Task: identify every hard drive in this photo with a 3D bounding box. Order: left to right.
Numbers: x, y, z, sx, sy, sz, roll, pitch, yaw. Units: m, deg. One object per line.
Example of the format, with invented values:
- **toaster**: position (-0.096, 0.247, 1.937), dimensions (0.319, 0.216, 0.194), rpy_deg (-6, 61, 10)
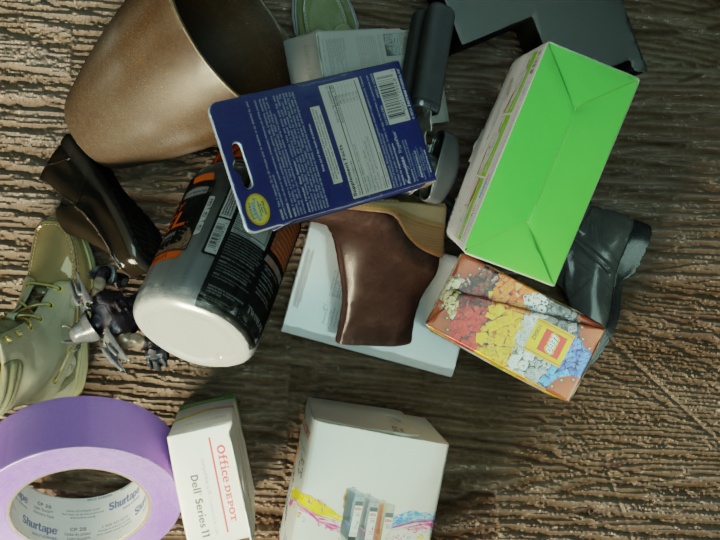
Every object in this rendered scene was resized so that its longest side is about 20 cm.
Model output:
- **hard drive**: position (0.024, 0.029, 1.042), dimensions (0.199, 0.025, 0.133), rpy_deg (16, 90, -7)

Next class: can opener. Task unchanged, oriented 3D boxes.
- **can opener**: position (0.073, -0.168, 0.950), dimensions (0.067, 0.053, 0.201), rpy_deg (16, 78, -31)

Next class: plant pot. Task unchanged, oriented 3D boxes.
- **plant pot**: position (-0.196, -0.190, 0.930), dimensions (0.199, 0.187, 0.188), rpy_deg (-27, 96, 26)

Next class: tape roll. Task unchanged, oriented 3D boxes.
- **tape roll**: position (-0.282, 0.216, 0.936), dimensions (0.199, 0.066, 0.201), rpy_deg (-8, 133, -9)

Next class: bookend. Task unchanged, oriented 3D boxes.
- **bookend**: position (0.176, -0.269, 1.017), dimensions (0.198, 0.092, 0.201), rpy_deg (-24, 96, -4)

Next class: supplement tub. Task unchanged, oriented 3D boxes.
- **supplement tub**: position (-0.130, -0.019, 0.904), dimensions (0.122, 0.123, 0.201), rpy_deg (22, 56, -7)

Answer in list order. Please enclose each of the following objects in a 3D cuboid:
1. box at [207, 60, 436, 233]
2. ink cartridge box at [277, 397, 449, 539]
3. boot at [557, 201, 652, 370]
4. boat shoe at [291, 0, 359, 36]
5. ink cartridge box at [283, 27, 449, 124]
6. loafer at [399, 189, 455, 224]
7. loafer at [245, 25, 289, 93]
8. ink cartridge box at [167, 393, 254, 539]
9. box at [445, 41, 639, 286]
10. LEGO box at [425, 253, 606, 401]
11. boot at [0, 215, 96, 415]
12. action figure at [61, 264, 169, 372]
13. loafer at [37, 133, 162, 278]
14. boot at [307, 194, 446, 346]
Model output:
- **box**: position (-0.035, -0.112, 0.848), dimensions (0.199, 0.032, 0.122), rpy_deg (-18, 90, -27)
- **ink cartridge box**: position (-0.004, 0.251, 0.986), dimensions (0.144, 0.145, 0.201), rpy_deg (12, 90, -7)
- **boot**: position (0.233, 0.011, 1.055), dimensions (0.131, 0.070, 0.201), rpy_deg (23, 82, 0)
- **boat shoe**: position (-0.027, -0.231, 1.008), dimensions (0.072, 0.062, 0.201), rpy_deg (-14, 94, -7)
- **ink cartridge box**: position (0.012, -0.193, 0.966), dimensions (0.199, 0.050, 0.110), rpy_deg (-20, 103, -49)
- **loafer**: position (0.021, -0.099, 1.006), dimensions (0.199, 0.072, 0.063), rpy_deg (15, 55, -26)
- **loafer**: position (-0.088, -0.173, 1.003), dimensions (0.071, 0.063, 0.202), rpy_deg (-7, 93, -7)
- **ink cartridge box**: position (-0.149, 0.202, 0.939), dimensions (0.067, 0.200, 0.118), rpy_deg (-11, 93, -6)
- **box**: position (0.164, -0.104, 0.903), dimensions (0.096, 0.176, 0.201), rpy_deg (21, 96, -3)
- **LEGO box**: position (0.148, 0.059, 0.931), dimensions (0.148, 0.200, 0.078), rpy_deg (28, 88, 8)
- **boot**: position (-0.336, 0.044, 0.931), dimensions (0.072, 0.155, 0.202), rpy_deg (4, 93, 17)
- **action figure**: position (-0.214, 0.035, 0.961), dimensions (0.199, 0.069, 0.131), rpy_deg (-25, 79, -29)
- **loafer**: position (-0.268, -0.055, 0.952), dimensions (0.071, 0.073, 0.200), rpy_deg (-43, 56, 4)
- **boot**: position (0.000, 0.000, 0.947), dimensions (0.199, 0.072, 0.167), rpy_deg (5, 107, -37)
